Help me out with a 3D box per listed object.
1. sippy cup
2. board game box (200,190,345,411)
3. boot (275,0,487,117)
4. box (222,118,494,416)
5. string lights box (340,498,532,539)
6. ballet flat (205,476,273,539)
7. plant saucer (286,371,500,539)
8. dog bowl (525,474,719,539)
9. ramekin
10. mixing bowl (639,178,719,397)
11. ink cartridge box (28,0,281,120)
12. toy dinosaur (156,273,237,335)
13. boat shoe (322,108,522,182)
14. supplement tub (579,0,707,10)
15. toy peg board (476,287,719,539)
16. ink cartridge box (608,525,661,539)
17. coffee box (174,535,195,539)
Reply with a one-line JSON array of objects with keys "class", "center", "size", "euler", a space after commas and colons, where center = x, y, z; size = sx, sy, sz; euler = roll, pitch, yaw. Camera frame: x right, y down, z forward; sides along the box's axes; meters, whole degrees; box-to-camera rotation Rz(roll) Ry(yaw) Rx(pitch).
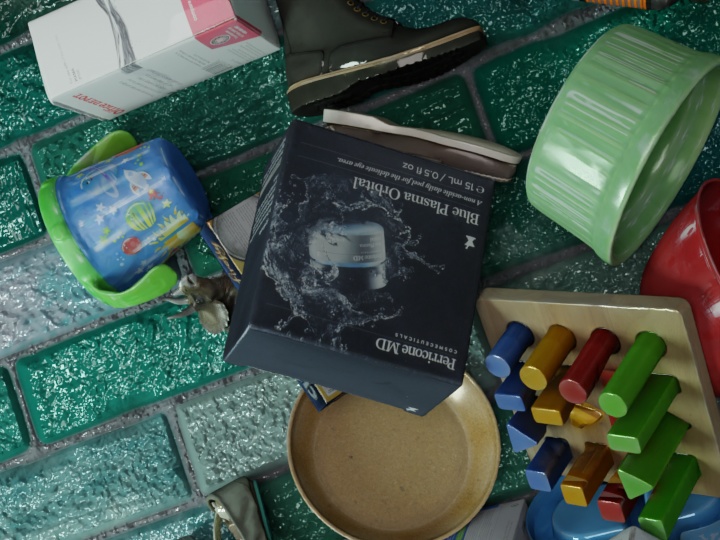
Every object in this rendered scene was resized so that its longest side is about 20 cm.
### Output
[{"class": "sippy cup", "center": [-0.218, -0.056, 1.446], "size": [0.130, 0.140, 0.179], "euler": [-30, 85, 9]}, {"class": "board game box", "center": [-0.039, 0.011, 1.400], "size": [0.135, 0.035, 0.201], "euler": [-31, 82, -24]}, {"class": "boot", "center": [0.010, -0.242, 1.428], "size": [0.198, 0.077, 0.140], "euler": [-16, 81, 12]}, {"class": "box", "center": [0.000, 0.000, 1.333], "size": [0.195, 0.117, 0.202], "euler": [15, 68, -11]}, {"class": "string lights box", "center": [0.058, 0.275, 1.373], "size": [0.198, 0.103, 0.059], "euler": [-16, 103, 19]}, {"class": "ballet flat", "center": [-0.097, 0.279, 1.404], "size": [0.063, 0.068, 0.201], "euler": [-20, 45, -9]}, {"class": "plant saucer", "center": [0.030, 0.165, 1.398], "size": [0.198, 0.036, 0.202], "euler": [2, 63, -3]}, {"class": "dog bowl", "center": [0.249, 0.222, 1.342], "size": [0.198, 0.112, 0.050], "euler": [-15, 119, 13]}, {"class": "ramekin", "center": [0.228, -0.115, 1.310], "size": [0.097, 0.200, 0.201], "euler": [31, 96, 19]}, {"class": "mixing bowl", "center": [0.312, 0.033, 1.300], "size": [0.108, 0.200, 0.201], "euler": [-35, 81, 32]}, {"class": "ink cartridge box", "center": [-0.195, -0.224, 1.437], "size": [0.198, 0.146, 0.084], "euler": [-20, 83, 12]}, {"class": "toy dinosaur", "center": [-0.089, 0.051, 1.451], "size": [0.200, 0.077, 0.102], "euler": [41, 97, -15]}, {"class": "boat shoe", "center": [0.053, -0.106, 1.415], "size": [0.198, 0.072, 0.060], "euler": [14, 98, 17]}, {"class": "supplement tub", "center": [0.220, -0.301, 1.349], "size": [0.198, 0.122, 0.124], "euler": [9, 91, 13]}, {"class": "toy peg board", "center": [0.192, 0.127, 1.279], "size": [0.198, 0.098, 0.201], "euler": [3, 126, 37]}, {"class": "ink cartridge box", "center": [0.266, 0.304, 1.303], "size": [0.199, 0.050, 0.162], "euler": [25, 140, -16]}, {"class": "coffee box", "center": [-0.123, 0.358, 1.442], "size": [0.199, 0.080, 0.114], "euler": [31, 95, 13]}]
